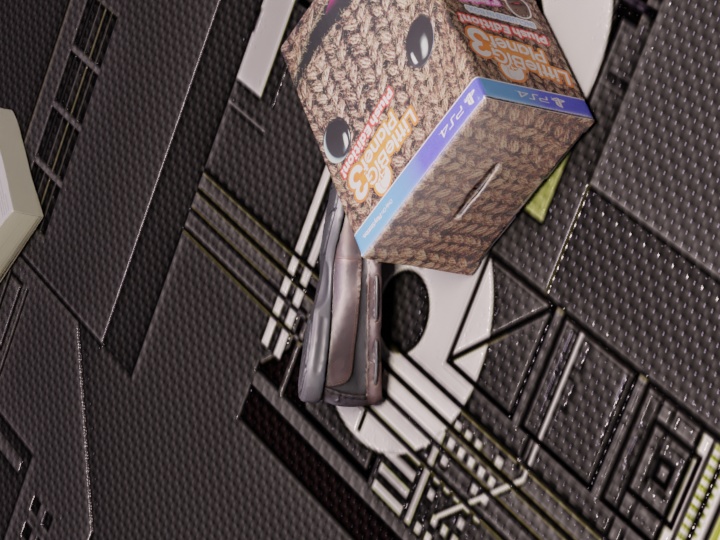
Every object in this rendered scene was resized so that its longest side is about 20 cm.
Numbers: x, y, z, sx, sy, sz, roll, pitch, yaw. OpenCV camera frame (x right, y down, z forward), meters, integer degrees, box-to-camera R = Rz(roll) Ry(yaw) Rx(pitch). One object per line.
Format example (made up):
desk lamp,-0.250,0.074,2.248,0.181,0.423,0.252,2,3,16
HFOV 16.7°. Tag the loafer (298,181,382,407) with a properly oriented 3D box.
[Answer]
loafer,0.000,0.000,1.770,0.072,0.062,0.202,150,131,-83

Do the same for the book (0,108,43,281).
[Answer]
book,-0.370,-0.038,2.289,0.200,0.048,0.134,-50,44,35

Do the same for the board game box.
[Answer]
board game box,0.048,-0.128,1.682,0.160,0.096,0.201,-52,45,34
